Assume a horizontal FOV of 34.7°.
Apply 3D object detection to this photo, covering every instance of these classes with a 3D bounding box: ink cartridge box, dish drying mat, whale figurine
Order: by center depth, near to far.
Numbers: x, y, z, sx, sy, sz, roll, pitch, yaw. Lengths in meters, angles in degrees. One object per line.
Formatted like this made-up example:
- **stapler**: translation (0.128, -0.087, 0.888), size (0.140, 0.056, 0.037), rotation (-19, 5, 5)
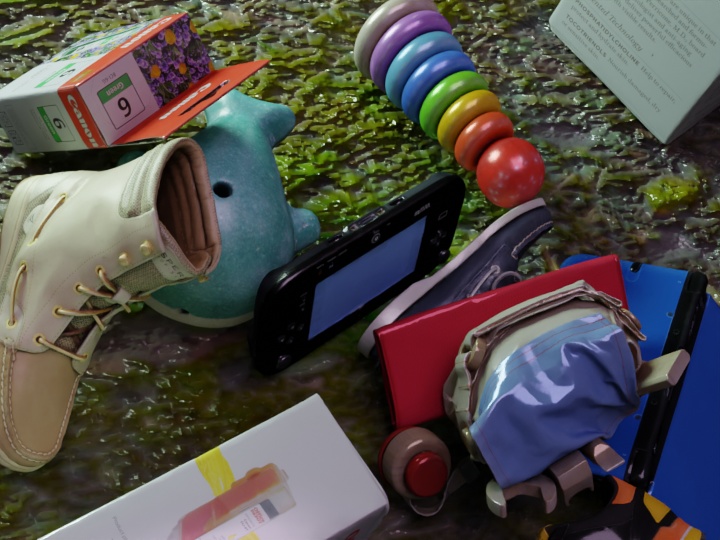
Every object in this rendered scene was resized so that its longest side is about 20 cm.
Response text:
- **ink cartridge box**: translation (-0.098, 0.174, 0.675), size (0.198, 0.146, 0.084), rotation (-24, 69, -29)
- **ink cartridge box**: translation (-0.166, -0.133, 0.808), size (0.109, 0.198, 0.051), rotation (-43, 119, -33)
- **dish drying mat**: translation (0.106, 0.050, 0.829), size (0.197, 0.018, 0.078), rotation (-16, 97, -18)
- **whale figurine**: translation (-0.099, -0.061, 0.835), size (0.157, 0.104, 0.202), rotation (20, 58, -6)

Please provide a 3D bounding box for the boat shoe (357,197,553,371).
- **boat shoe**: translation (0.085, 0.017, 0.872), size (0.199, 0.075, 0.062), rotation (-37, 75, -31)

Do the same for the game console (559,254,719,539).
- **game console**: translation (0.217, 0.106, 0.899), size (0.168, 0.119, 0.201), rotation (10, 51, 25)

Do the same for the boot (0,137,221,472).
- **boot**: translation (-0.164, 0.021, 0.728), size (0.073, 0.154, 0.203), rotation (33, 54, -49)

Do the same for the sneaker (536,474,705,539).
- **sneaker**: translation (0.135, 0.212, 0.740), size (0.090, 0.071, 0.199), rotation (38, 54, 24)

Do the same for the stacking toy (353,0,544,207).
- **stacking toy**: translation (0.078, -0.131, 0.931), size (0.084, 0.086, 0.201), rotation (-20, 59, -28)

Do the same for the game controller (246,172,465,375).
- **game controller**: translation (0.000, 0.000, 0.835), size (0.199, 0.105, 0.042), rotation (-33, 70, -31)

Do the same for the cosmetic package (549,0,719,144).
- **cosmetic package**: translation (0.311, -0.261, 1.038), size (0.167, 0.201, 0.167), rotation (-33, 75, -32)

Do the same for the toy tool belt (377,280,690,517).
- **toy tool belt**: translation (0.111, 0.097, 0.760), size (0.199, 0.123, 0.126), rotation (-36, 114, -8)
